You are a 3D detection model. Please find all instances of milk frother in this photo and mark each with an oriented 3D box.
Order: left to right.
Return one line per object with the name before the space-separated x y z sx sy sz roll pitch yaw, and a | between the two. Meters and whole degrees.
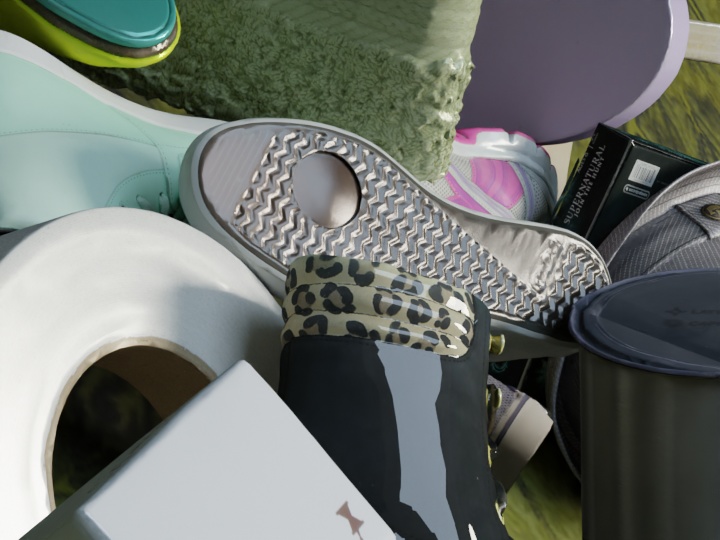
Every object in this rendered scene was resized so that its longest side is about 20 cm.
milk frother | 0.179 0.092 1.020 0.200 0.180 0.188 -61 151 -67

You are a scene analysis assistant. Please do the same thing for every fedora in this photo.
fedora | 0.183 0.041 1.154 0.200 0.177 0.090 -6 24 -37

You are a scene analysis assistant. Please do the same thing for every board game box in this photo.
board game box | 0.157 0.017 1.206 0.200 0.135 0.028 16 12 -43

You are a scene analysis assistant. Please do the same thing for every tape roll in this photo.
tape roll | -0.081 0.079 0.866 0.203 0.037 0.203 20 64 -47

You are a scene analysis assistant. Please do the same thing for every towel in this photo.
towel | -0.043 -0.123 1.015 0.200 0.148 0.036 20 25 13

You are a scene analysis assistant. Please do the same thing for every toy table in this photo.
toy table | 0.084 -0.123 1.222 0.200 0.184 0.117 26 15 28

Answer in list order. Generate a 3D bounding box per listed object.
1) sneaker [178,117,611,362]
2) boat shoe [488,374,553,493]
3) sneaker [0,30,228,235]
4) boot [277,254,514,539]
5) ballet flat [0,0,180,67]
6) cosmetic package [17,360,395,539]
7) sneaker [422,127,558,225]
sneaker | 0.000 0.000 0.986 0.200 0.085 0.073 22 66 -33
boat shoe | 0.004 0.089 1.005 0.093 0.075 0.200 37 30 2
sneaker | -0.085 -0.006 0.975 0.200 0.074 0.118 22 42 -33
boot | 0.045 0.091 0.900 0.204 0.073 0.154 20 65 -28
ballet flat | -0.155 -0.139 1.010 0.200 0.067 0.067 41 51 7
cosmetic package | -0.094 0.120 0.713 0.071 0.200 0.101 50 31 -2
sneaker | 0.028 -0.021 1.128 0.200 0.081 0.088 19 67 -57
